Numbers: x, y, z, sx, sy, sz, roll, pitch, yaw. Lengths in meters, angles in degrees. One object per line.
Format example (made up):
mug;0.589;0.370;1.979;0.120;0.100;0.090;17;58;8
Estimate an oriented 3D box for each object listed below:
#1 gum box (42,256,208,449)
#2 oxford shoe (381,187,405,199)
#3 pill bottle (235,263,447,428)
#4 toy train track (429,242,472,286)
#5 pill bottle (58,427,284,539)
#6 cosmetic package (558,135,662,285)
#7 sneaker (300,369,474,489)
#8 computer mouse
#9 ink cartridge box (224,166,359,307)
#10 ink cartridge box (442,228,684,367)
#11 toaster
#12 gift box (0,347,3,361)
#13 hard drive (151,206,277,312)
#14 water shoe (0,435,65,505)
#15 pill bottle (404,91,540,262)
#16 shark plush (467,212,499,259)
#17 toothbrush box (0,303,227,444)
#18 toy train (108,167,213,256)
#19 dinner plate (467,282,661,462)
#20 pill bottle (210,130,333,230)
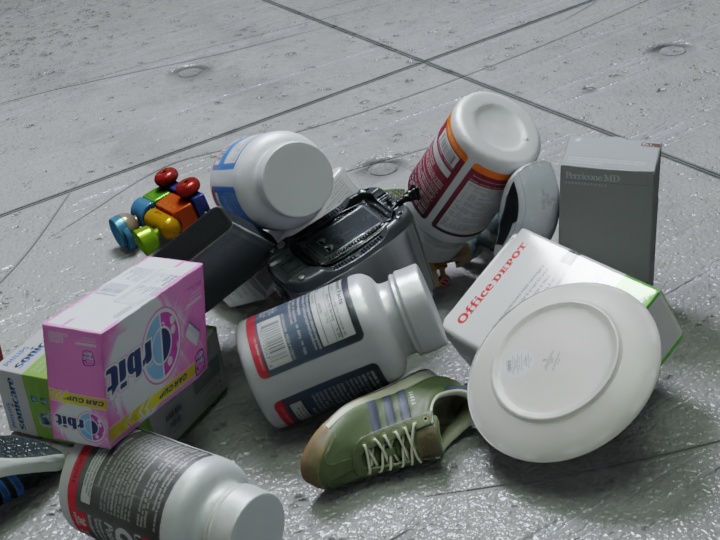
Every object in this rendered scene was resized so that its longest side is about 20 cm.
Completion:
gum box;-0.216;0.071;1.303;0.066;0.114;0.200;8;22;21
oxford shoe;0.000;-0.052;1.734;0.199;0.076;0.058;-30;9;-36
pill bottle;-0.017;0.073;1.406;0.199;0.120;0.120;-22;28;6
toy train track;0.038;0.008;1.654;0.198;0.033;0.115;-13;36;2
pill bottle;-0.170;0.214;1.243;0.199;0.112;0.111;13;35;33
cosmetic package;0.273;-0.041;1.501;0.106;0.201;0.090;4;32;16
sneaker;0.040;0.159;1.335;0.089;0.068;0.199;15;32;43
computer mouse;0.183;-0.028;1.514;0.109;0.201;0.044;-18;44;-27
ink cartridge box;-0.114;-0.037;1.698;0.200;0.045;0.176;-50;20;-29
ink cartridge box;0.204;0.062;1.400;0.146;0.084;0.200;-49;42;-11
toaster;0.000;0.000;1.541;0.199;0.130;0.114;-34;36;-14
gift box;-0.545;0.047;1.558;0.199;0.186;0.186;-21;33;-36
hard drive;-0.170;-0.003;1.481;0.139;0.033;0.200;-39;-12;5
water shoe;-0.376;0.214;1.339;0.071;0.080;0.199;18;12;32
pill bottle;0.116;-0.102;1.562;0.109;0.200;0.110;13;52;-18
shark plush;0.162;-0.061;1.632;0.090;0.084;0.200;-17;5;-7
toothbrush box;-0.267;0.116;1.467;0.198;0.087;0.146;8;32;25
toy train;-0.244;-0.059;1.775;0.115;0.085;0.200;-33;30;-20
dinner plate;0.189;0.090;1.306;0.199;0.024;0.201;-20;45;22
pill bottle;-0.099;-0.101;1.557;0.111;0.113;0.200;-17;9;-17
